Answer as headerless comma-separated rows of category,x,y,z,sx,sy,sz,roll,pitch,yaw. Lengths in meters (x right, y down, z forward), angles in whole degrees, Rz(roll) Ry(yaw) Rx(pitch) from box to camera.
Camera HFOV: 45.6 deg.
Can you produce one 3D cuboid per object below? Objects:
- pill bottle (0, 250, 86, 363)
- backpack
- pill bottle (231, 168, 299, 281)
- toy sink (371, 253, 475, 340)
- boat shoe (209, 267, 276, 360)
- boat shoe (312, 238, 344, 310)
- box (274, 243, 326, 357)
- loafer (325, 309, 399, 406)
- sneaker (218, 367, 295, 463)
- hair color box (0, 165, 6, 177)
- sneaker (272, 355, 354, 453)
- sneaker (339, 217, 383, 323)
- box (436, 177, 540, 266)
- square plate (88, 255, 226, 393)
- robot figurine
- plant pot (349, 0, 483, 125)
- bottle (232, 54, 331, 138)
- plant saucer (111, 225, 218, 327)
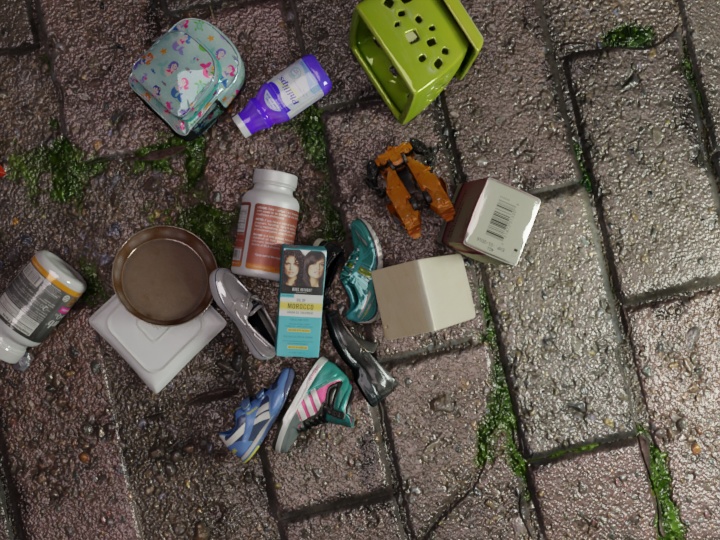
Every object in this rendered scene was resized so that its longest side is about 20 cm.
pill bottle,-0.625,0.070,1.623,0.116,0.116,0.200,40,90,2
backpack,-0.322,-0.372,1.624,0.178,0.151,0.200,44,84,3
pill bottle,-0.176,-0.085,1.624,0.111,0.112,0.202,10,88,1
toy sink,0.118,0.047,1.604,0.111,0.199,0.132,-14,88,29
boat shoe,-0.210,0.074,1.631,0.065,0.074,0.201,-30,98,43
boat shoe,-0.079,0.042,1.635,0.066,0.075,0.201,15,79,19
box,-0.110,0.056,1.574,0.081,0.049,0.202,3,100,-9
loafer,0.000,0.158,1.639,0.072,0.073,0.201,-30,97,-9
sneaker,-0.194,0.265,1.632,0.082,0.074,0.201,33,88,4
hair color box,-0.794,-0.245,1.663,0.101,0.061,0.201,-34,89,-1
sneaker,-0.074,0.278,1.628,0.120,0.084,0.201,29,87,11
sneaker,0.000,0.000,1.626,0.079,0.077,0.202,-4,87,-20
box,0.229,-0.088,1.568,0.108,0.200,0.129,21,89,-9
square plate,-0.396,0.100,1.662,0.198,0.028,0.200,-44,88,0
robot figurine,0.093,-0.160,1.615,0.144,0.058,0.201,-26,54,1
plant pot,0.107,-0.420,1.594,0.181,0.200,0.200,-32,87,-6
bottle,-0.154,-0.331,1.655,0.199,0.065,0.084,-34,89,-1
plant saucer,-0.372,0.014,1.634,0.198,0.034,0.202,6,70,-15
